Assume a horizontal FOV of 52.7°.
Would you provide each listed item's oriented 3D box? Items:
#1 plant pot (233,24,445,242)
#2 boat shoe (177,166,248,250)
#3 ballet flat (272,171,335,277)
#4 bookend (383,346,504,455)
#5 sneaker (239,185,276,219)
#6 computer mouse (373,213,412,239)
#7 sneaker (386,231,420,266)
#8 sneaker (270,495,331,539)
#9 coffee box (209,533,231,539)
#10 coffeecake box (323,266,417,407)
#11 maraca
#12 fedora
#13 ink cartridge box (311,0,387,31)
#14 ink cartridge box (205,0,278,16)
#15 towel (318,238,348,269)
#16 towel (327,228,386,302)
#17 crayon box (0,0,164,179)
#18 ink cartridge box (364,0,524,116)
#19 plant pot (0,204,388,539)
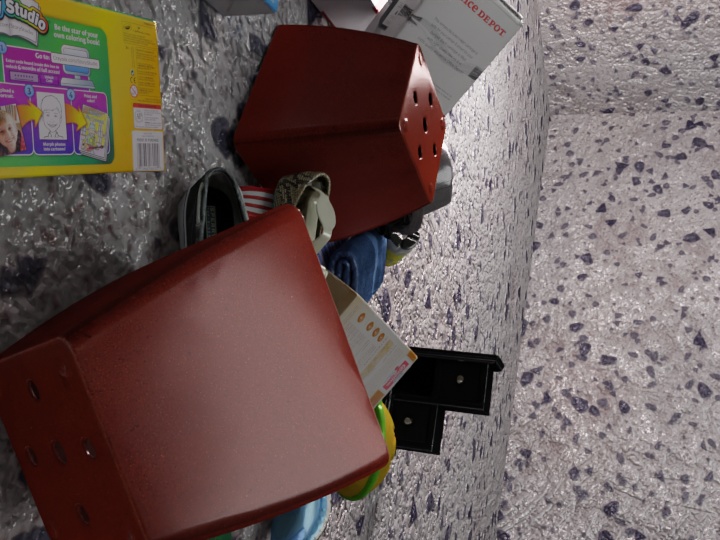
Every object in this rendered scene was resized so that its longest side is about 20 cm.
[{"bbox_3d":[-0.005,-0.165,0.863,0.200,0.176,0.200,59,37,-49],"label":"plant pot"},{"bbox_3d":[-0.122,0.001,0.666,0.073,0.068,0.200,6,66,-31],"label":"boat shoe"},{"bbox_3d":[-0.062,-0.020,0.736,0.068,0.075,0.200,37,49,-43],"label":"ballet flat"},{"bbox_3d":[0.143,0.247,1.305,0.092,0.198,0.200,45,52,-65],"label":"bookend"},{"bbox_3d":[-0.092,-0.022,0.822,0.200,0.078,0.116,61,39,-56],"label":"sneaker"},{"bbox_3d":[0.010,-0.146,1.036,0.138,0.053,0.200,136,-61,-73],"label":"computer mouse"},{"bbox_3d":[0.054,-0.091,1.223,0.090,0.078,0.200,118,-14,-48],"label":"sneaker"},{"bbox_3d":[-0.084,0.255,0.920,0.090,0.078,0.200,46,43,-40],"label":"sneaker"},{"bbox_3d":[-0.170,0.195,0.693,0.123,0.044,0.200,-4,96,-67],"label":"coffee box"},{"bbox_3d":[-0.038,0.105,0.825,0.154,0.073,0.200,-48,146,-5],"label":"coffeecake box"},{"bbox_3d":[-0.004,0.221,1.027,0.107,0.137,0.200,14,78,-33],"label":"maraca"},{"bbox_3d":[0.076,-0.146,1.074,0.200,0.090,0.177,-140,-141,-64],"label":"fedora"},{"bbox_3d":[-0.006,-0.442,0.977,0.145,0.083,0.200,26,68,-67],"label":"ink cartridge box"},{"bbox_3d":[-0.123,-0.367,0.705,0.116,0.067,0.200,22,73,-68],"label":"ink cartridge box"},{"bbox_3d":[-0.054,-0.070,1.000,0.200,0.024,0.145,-67,149,-46],"label":"towel"},{"bbox_3d":[0.000,0.000,1.064,0.200,0.048,0.112,-43,141,-69],"label":"towel"},{"bbox_3d":[-0.219,-0.124,0.499,0.200,0.058,0.119,-23,114,-67],"label":"crayon box"},{"bbox_3d":[0.094,-0.303,0.966,0.146,0.200,0.085,26,27,-37],"label":"ink cartridge box"},{"bbox_3d":[-0.134,0.089,0.514,0.176,0.200,0.200,-22,94,-48],"label":"plant pot"}]
